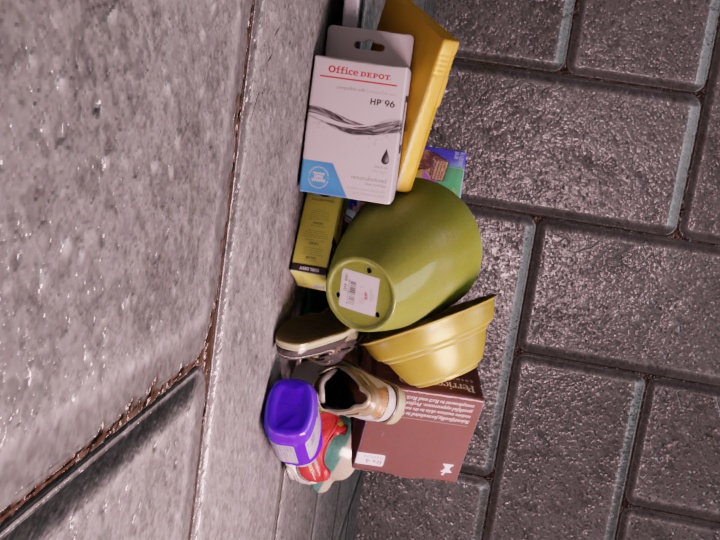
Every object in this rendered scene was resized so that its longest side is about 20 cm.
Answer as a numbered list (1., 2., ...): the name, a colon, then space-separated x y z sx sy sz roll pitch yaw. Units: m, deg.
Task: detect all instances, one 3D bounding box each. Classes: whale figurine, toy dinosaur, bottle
1. whale figurine: -0.063 0.284 1.433 0.200 0.103 0.161 -48 -160 53
2. toy dinosaur: -0.017 0.121 1.342 0.201 0.057 0.102 -111 -165 -47
3. bottle: -0.084 0.208 1.133 0.201 0.064 0.085 88 8 -64

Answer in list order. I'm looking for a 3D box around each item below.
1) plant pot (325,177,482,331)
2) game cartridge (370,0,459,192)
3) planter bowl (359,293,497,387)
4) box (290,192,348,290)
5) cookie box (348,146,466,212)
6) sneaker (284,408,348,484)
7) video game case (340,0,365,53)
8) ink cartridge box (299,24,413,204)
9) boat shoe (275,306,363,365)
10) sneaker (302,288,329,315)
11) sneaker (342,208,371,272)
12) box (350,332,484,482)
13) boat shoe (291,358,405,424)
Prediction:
1. plant pot: 0.038 -0.002 1.104 0.200 0.184 0.190 -38 139 -59
2. game cartridge: 0.051 -0.232 1.121 0.177 0.032 0.202 58 -44 48
3. planter bowl: 0.104 0.104 1.173 0.200 0.197 0.085 1 70 -84
4. box: -0.045 -0.081 1.134 0.075 0.049 0.203 78 22 -72
5. cookie box: 0.061 -0.114 1.398 0.075 0.196 0.174 81 19 -69
6. sneaker: -0.058 0.219 1.306 0.077 0.083 0.203 83 15 -71
7. video game case: -0.011 -0.317 1.161 0.183 0.023 0.203 -82 178 -62
8. ink cartridge box: -0.003 -0.190 1.049 0.068 0.114 0.204 -49 147 -79
9. boat shoe: -0.044 0.091 1.126 0.200 0.071 0.067 -22 124 -62
10. sneaker: -0.040 0.048 1.271 0.201 0.073 0.085 -70 172 -61
11. sneaker: 0.000 0.000 1.277 0.080 0.201 0.086 -43 170 17
12. box: 0.078 0.182 1.318 0.201 0.163 0.166 -94 -164 -57
13. boat shoe: -0.032 0.153 1.162 0.068 0.198 0.076 22 79 -44
